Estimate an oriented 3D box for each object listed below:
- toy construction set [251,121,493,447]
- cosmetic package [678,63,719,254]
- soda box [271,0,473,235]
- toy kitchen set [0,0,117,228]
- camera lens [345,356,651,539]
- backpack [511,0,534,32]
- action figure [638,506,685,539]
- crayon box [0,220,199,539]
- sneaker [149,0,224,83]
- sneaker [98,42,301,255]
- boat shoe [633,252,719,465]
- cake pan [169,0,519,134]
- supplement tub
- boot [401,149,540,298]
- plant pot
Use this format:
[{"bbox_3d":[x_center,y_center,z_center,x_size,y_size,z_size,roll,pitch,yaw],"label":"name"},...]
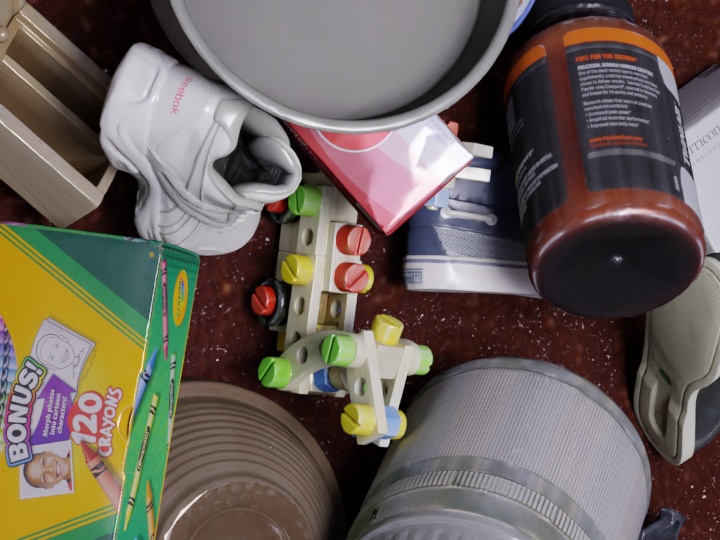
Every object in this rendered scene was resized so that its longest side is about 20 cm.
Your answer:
[{"bbox_3d":[0.000,0.000,1.440,0.092,0.131,0.201,25,79,-36],"label":"toy construction set"},{"bbox_3d":[0.255,-0.025,1.587,0.113,0.081,0.200,-38,109,-20],"label":"cosmetic package"},{"bbox_3d":[-0.028,-0.115,1.364,0.070,0.063,0.200,-42,95,-2],"label":"soda box"},{"bbox_3d":[-0.144,-0.169,1.342,0.180,0.200,0.163,42,46,-21],"label":"toy kitchen set"},{"bbox_3d":[0.078,0.159,1.437,0.160,0.160,0.200,54,33,-18],"label":"camera lens"},{"bbox_3d":[0.037,-0.221,1.443,0.199,0.154,0.191,2,100,-27],"label":"backpack"},{"bbox_3d":[0.185,0.260,1.538,0.193,0.104,0.201,-5,113,-63],"label":"action figure"},{"bbox_3d":[-0.168,0.078,1.368,0.058,0.118,0.201,17,81,-69],"label":"crayon box"},{"bbox_3d":[-0.086,-0.207,1.419,0.070,0.080,0.201,-12,100,-26],"label":"sneaker"},{"bbox_3d":[-0.077,-0.051,1.375,0.099,0.200,0.078,18,76,17],"label":"sneaker"},{"bbox_3d":[0.219,0.046,1.530,0.067,0.200,0.072,-24,61,-16],"label":"boat shoe"},{"bbox_3d":[-0.013,-0.167,1.309,0.199,0.037,0.201,3,78,-15],"label":"cake pan"},{"bbox_3d":[0.142,-0.078,1.465,0.107,0.107,0.201,16,48,-25],"label":"supplement tub"},{"bbox_3d":[0.119,-0.028,1.529,0.199,0.073,0.091,4,87,-30],"label":"boot"},{"bbox_3d":[-0.090,0.166,1.431,0.200,0.093,0.202,-2,94,-24],"label":"plant pot"}]
